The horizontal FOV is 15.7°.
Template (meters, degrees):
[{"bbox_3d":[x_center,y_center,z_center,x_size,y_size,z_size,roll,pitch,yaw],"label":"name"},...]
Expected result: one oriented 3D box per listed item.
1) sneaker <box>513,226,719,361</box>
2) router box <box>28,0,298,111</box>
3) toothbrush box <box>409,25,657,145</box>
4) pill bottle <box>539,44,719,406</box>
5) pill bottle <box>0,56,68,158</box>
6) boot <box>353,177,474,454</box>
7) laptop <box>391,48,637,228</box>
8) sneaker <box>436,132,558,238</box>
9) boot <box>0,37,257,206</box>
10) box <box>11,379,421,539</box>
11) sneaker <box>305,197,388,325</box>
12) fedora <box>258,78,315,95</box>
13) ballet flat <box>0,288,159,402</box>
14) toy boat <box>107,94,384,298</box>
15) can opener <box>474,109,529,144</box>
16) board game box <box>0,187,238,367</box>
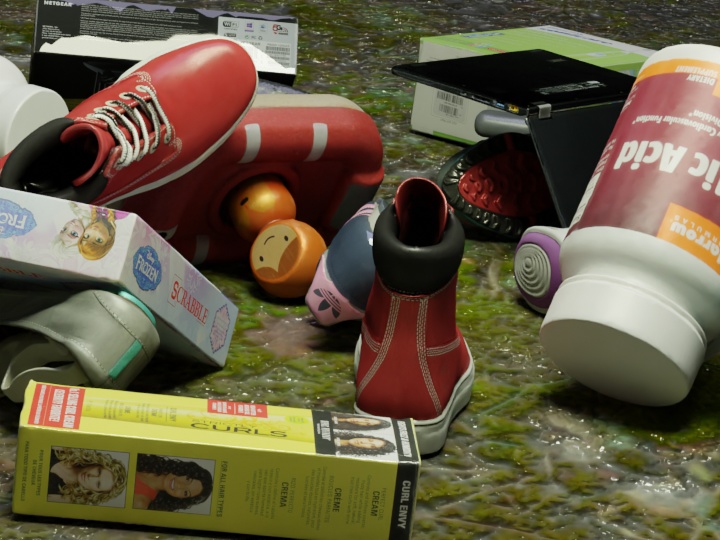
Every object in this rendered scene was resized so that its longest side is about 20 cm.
[{"bbox_3d":[0.187,0.008,1.710,0.100,0.075,0.200,-4,18,-30],"label":"sneaker"},{"bbox_3d":[-0.155,-0.146,2.017,0.200,0.052,0.157,5,-23,-8],"label":"router box"},{"bbox_3d":[0.162,-0.157,2.288,0.145,0.086,0.200,17,19,35],"label":"toothbrush box"},{"bbox_3d":[0.188,-0.027,1.581,0.114,0.200,0.114,21,-24,10],"label":"pill bottle"},{"bbox_3d":[-0.310,-0.116,1.896,0.200,0.104,0.104,15,17,29],"label":"pill bottle"},{"bbox_3d":[0.035,0.009,1.511,0.072,0.144,0.200,6,14,2],"label":"boot"},{"bbox_3d":[0.148,-0.080,1.924,0.200,0.116,0.187,21,20,36],"label":"laptop"},{"bbox_3d":[0.113,-0.064,1.993,0.095,0.079,0.200,-9,2,40],"label":"sneaker"},{"bbox_3d":[-0.135,-0.085,1.573,0.200,0.072,0.144,-33,3,-18],"label":"boot"},{"bbox_3d":[-0.072,0.097,1.316,0.200,0.050,0.075,5,16,-3],"label":"box"},{"bbox_3d":[0.000,0.000,1.685,0.070,0.082,0.200,52,2,5],"label":"sneaker"},{"bbox_3d":[-0.087,-0.091,1.921,0.200,0.092,0.201,6,16,-2],"label":"fedora"},{"bbox_3d":[-0.189,0.042,1.435,0.200,0.064,0.067,-1,-40,49],"label":"ballet flat"},{"bbox_3d":[-0.065,-0.036,1.731,0.200,0.131,0.131,-4,47,-34],"label":"toy boat"},{"bbox_3d":[0.187,-0.094,2.130,0.200,0.053,0.066,11,16,16],"label":"can opener"},{"bbox_3d":[-0.192,-0.004,1.494,0.200,0.041,0.200,11,-12,16],"label":"board game box"}]
